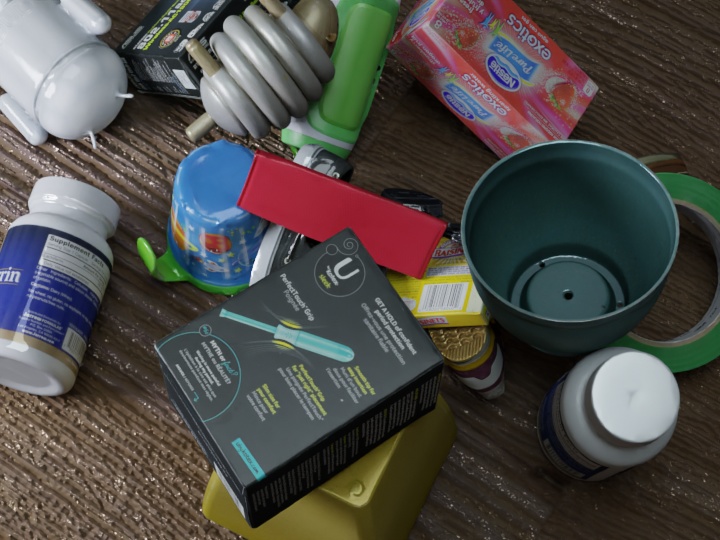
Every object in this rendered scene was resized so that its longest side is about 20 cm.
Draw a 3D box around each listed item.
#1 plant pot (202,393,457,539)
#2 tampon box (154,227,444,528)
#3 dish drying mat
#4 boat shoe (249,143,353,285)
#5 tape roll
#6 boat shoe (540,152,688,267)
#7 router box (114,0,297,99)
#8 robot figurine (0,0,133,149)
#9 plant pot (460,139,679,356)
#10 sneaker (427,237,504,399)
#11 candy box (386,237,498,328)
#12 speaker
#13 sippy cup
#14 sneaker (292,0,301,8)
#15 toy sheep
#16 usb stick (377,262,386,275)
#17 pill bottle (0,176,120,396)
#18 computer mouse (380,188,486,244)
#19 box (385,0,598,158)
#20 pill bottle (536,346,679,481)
[{"bbox_3d":[-0.027,0.164,1.406,0.198,0.177,0.202,25,68,9],"label":"plant pot"},{"bbox_3d":[-0.051,0.093,1.272,0.199,0.127,0.151,-31,70,-14],"label":"tampon box"},{"bbox_3d":[-0.019,-0.055,1.444,0.198,0.077,0.018,20,37,-7],"label":"dish drying mat"},{"bbox_3d":[-0.062,-0.027,1.508,0.056,0.068,0.203,22,100,20],"label":"boat shoe"},{"bbox_3d":[0.306,0.003,1.515,0.197,0.048,0.204,0,89,-4],"label":"tape roll"},{"bbox_3d":[0.257,-0.059,1.573,0.198,0.076,0.075,-23,75,-4],"label":"boat shoe"},{"bbox_3d":[-0.160,-0.279,1.620,0.149,0.062,0.201,12,57,51],"label":"router box"},{"bbox_3d":[-0.331,-0.221,1.604,0.200,0.113,0.171,42,114,18],"label":"robot figurine"},{"bbox_3d":[0.196,-0.002,1.400,0.197,0.135,0.203,-3,56,5],"label":"plant pot"},{"bbox_3d":[0.099,0.045,1.526,0.074,0.090,0.201,-23,42,11],"label":"sneaker"},{"bbox_3d":[0.046,0.014,1.499,0.197,0.027,0.103,-4,47,29],"label":"candy box"},{"bbox_3d":[-0.020,-0.223,1.588,0.087,0.088,0.203,19,95,8],"label":"speaker"},{"bbox_3d":[-0.139,-0.063,1.530,0.138,0.131,0.180,19,66,7],"label":"sippy cup"},{"bbox_3d":[-0.041,-0.288,1.653,0.074,0.089,0.201,32,69,6],"label":"sneaker"},{"bbox_3d":[-0.102,-0.205,1.506,0.199,0.138,0.138,-40,71,4],"label":"toy sheep"},{"bbox_3d":[0.000,0.000,1.486,0.055,0.033,0.202,11,41,-13],"label":"usb stick"},{"bbox_3d":[-0.316,0.014,1.501,0.114,0.116,0.202,13,65,5],"label":"pill bottle"},{"bbox_3d":[0.072,-0.048,1.521,0.058,0.200,0.035,1,105,-22],"label":"computer mouse"},{"bbox_3d":[0.139,-0.215,1.575,0.200,0.102,0.095,42,68,-17],"label":"box"},{"bbox_3d":[0.236,0.134,1.403,0.109,0.200,0.113,1,76,-4],"label":"pill bottle"}]
